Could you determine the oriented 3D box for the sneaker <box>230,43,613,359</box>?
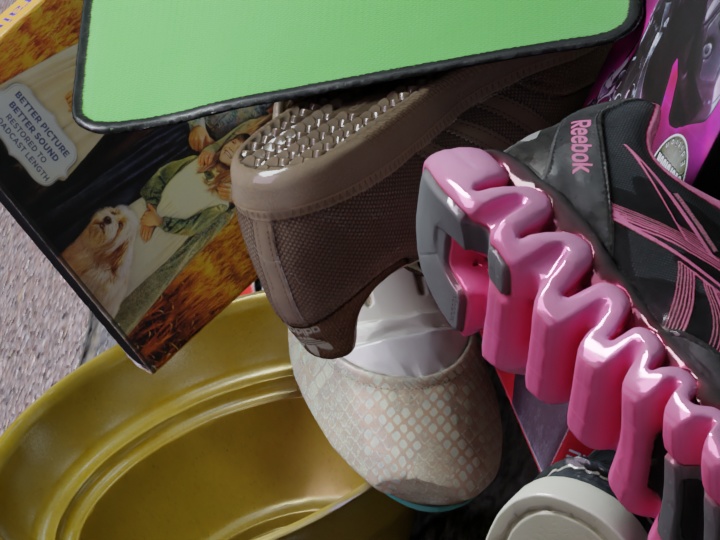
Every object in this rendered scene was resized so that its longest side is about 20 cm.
[{"bbox_3d":[0.029,-0.039,0.930,0.070,0.200,0.076,10,120,42],"label":"sneaker"}]

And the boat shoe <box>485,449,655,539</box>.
[{"bbox_3d":[0.061,0.129,0.847,0.066,0.074,0.200,-45,-30,-46],"label":"boat shoe"}]

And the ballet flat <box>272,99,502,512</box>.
[{"bbox_3d":[0.000,0.000,0.968,0.200,0.067,0.063,-114,16,-45],"label":"ballet flat"}]

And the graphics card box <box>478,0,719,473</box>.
[{"bbox_3d":[0.108,-0.033,0.866,0.201,0.051,0.126,-64,16,17],"label":"graphics card box"}]

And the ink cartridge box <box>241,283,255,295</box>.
[{"bbox_3d":[-0.106,0.089,1.272,0.200,0.045,0.177,-56,29,32],"label":"ink cartridge box"}]

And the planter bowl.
[{"bbox_3d":[-0.042,0.091,1.030,0.200,0.200,0.084,-133,22,-63],"label":"planter bowl"}]

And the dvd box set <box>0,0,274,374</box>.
[{"bbox_3d":[-0.055,-0.079,1.051,0.200,0.147,0.029,-42,23,-12],"label":"dvd box set"}]

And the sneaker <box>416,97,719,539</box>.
[{"bbox_3d":[0.103,0.025,0.751,0.200,0.095,0.079,52,154,25],"label":"sneaker"}]

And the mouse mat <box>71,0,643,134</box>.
[{"bbox_3d":[-0.003,-0.113,0.950,0.161,0.199,0.008,-90,-13,-49],"label":"mouse mat"}]
